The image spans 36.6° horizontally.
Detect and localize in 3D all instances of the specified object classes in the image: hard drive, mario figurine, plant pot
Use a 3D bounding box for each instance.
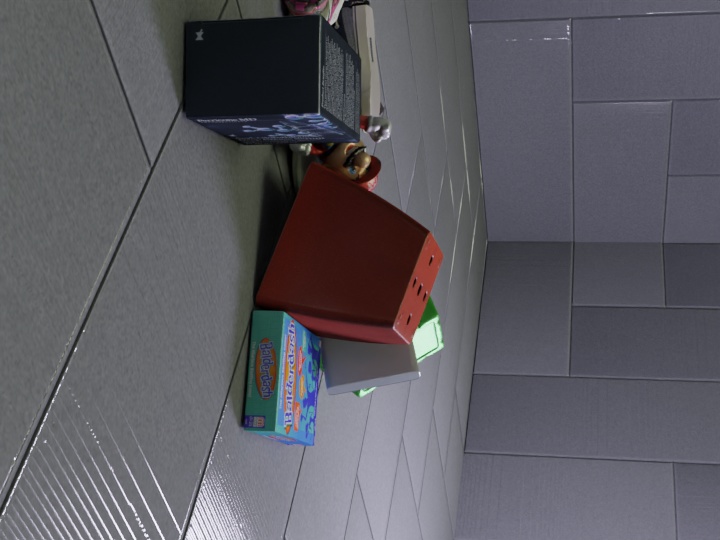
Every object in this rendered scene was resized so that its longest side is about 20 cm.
[{"bbox_3d":[0.003,0.078,1.571,0.027,0.132,0.200,81,-2,-54],"label":"hard drive"},{"bbox_3d":[-0.027,-0.187,1.479,0.200,0.123,0.106,57,15,-30],"label":"mario figurine"},{"bbox_3d":[0.000,0.000,1.454,0.200,0.176,0.200,48,63,-71],"label":"plant pot"}]

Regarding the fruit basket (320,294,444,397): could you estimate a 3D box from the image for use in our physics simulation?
[{"bbox_3d":[0.006,0.062,1.685,0.156,0.215,0.216,75,20,-52],"label":"fruit basket"}]

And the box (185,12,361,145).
[{"bbox_3d":[-0.090,-0.206,1.214,0.200,0.148,0.107,11,80,-77],"label":"box"}]

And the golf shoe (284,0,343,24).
[{"bbox_3d":[-0.058,-0.398,1.553,0.092,0.072,0.200,86,22,-48],"label":"golf shoe"}]

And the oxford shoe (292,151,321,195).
[{"bbox_3d":[-0.060,-0.115,1.575,0.075,0.058,0.200,-69,155,-51],"label":"oxford shoe"}]

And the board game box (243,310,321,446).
[{"bbox_3d":[-0.099,0.146,1.435,0.200,0.045,0.152,48,44,-72],"label":"board game box"}]

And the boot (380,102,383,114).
[{"bbox_3d":[-0.025,-0.297,1.757,0.076,0.074,0.200,63,11,14],"label":"boot"}]

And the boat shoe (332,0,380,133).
[{"bbox_3d":[-0.025,-0.304,1.632,0.075,0.093,0.200,-20,107,-76],"label":"boat shoe"}]
